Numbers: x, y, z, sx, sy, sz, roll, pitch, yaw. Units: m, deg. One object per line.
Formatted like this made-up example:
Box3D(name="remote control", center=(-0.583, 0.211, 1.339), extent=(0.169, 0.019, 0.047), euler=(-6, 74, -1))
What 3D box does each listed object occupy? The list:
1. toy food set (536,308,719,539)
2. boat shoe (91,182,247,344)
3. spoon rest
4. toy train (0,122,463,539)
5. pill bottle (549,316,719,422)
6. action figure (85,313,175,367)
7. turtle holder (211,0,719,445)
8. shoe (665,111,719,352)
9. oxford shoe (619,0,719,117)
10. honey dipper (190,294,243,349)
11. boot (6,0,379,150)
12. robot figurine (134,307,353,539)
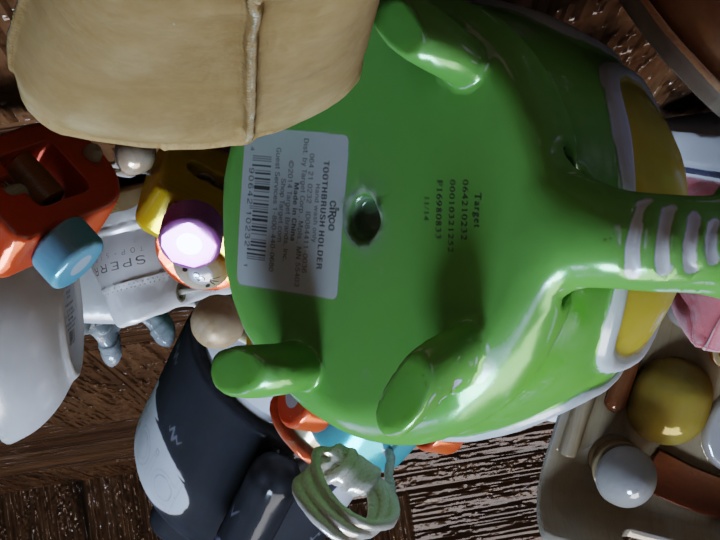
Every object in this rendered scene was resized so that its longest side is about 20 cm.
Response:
Box3D(name="toy food set", center=(0.187, 0.062, 1.055), extent=(0.142, 0.202, 0.060), euler=(15, -168, -10))
Box3D(name="boat shoe", center=(-0.049, 0.002, 0.914), extent=(0.070, 0.070, 0.199), euler=(-18, 169, 39))
Box3D(name="spoon rest", center=(-0.145, 0.017, 0.872), extent=(0.060, 0.101, 0.200), euler=(-4, -176, 2))
Box3D(name="toy train", center=(-0.059, 0.018, 0.692), extent=(0.056, 0.200, 0.150), euler=(-52, 171, 34))
Box3D(name="pill bottle", center=(0.141, 0.023, 1.130), extent=(0.198, 0.113, 0.111), euler=(-8, 172, -4))
Box3D(name="action figure", center=(-0.179, 0.025, 0.993), extent=(0.117, 0.055, 0.199), euler=(-22, 166, 36))
Box3D(name="turtle holder", center=(0.046, -0.023, 0.624), extent=(0.131, 0.142, 0.185), euler=(1, 155, -43))
Box3D(name="shoe", center=(0.180, -0.010, 0.811), extent=(0.071, 0.092, 0.200), euler=(-10, -169, -17))
Box3D(name="oxford shoe", center=(0.149, -0.082, 0.645), extent=(0.199, 0.072, 0.071), euler=(-1, 142, -52))
Box3D(name="honey dipper", center=(0.000, 0.000, 0.894), extent=(0.038, 0.038, 0.199), euler=(-17, -176, 45))
Box3D(name="boot", center=(0.001, -0.076, 0.477), extent=(0.173, 0.067, 0.200), euler=(4, 170, -6))
Box3D(name="robot figurine", center=(-0.043, 0.072, 1.054), extent=(0.124, 0.151, 0.201), euler=(-9, 144, -36))
